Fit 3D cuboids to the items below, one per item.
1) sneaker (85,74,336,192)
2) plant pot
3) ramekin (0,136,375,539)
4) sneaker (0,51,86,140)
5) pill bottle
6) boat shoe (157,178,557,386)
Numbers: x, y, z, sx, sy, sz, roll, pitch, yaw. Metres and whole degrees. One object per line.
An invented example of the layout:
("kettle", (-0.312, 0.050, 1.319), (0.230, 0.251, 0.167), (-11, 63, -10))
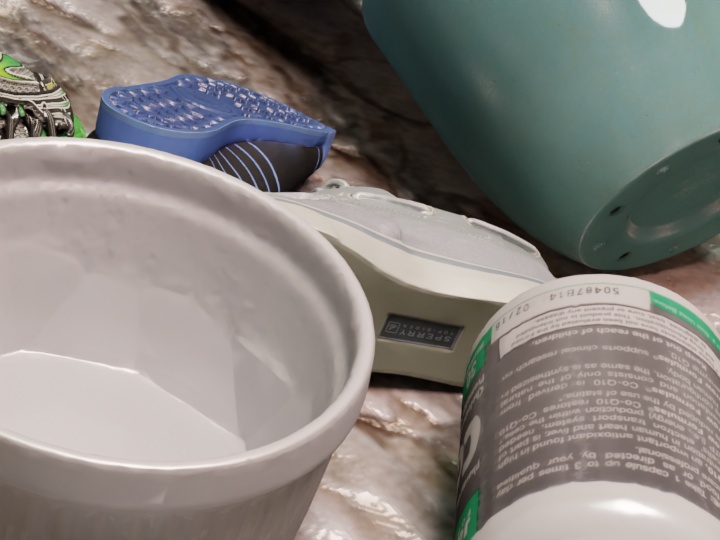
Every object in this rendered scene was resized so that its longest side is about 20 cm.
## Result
("sneaker", (-0.075, -0.040, 1.076), (0.070, 0.078, 0.200), (26, 14, 19))
("plant pot", (0.124, -0.100, 1.129), (0.200, 0.201, 0.162), (-10, 61, -34))
("ramekin", (-0.101, 0.048, 0.899), (0.199, 0.105, 0.201), (11, 35, -8))
("sneaker", (-0.158, -0.066, 1.009), (0.085, 0.078, 0.200), (21, 5, 1))
("pill bottle", (0.091, 0.100, 0.898), (0.112, 0.114, 0.200), (13, 33, -4))
("boat shoe", (0.001, -0.001, 1.035), (0.200, 0.070, 0.072), (15, 33, -24))
